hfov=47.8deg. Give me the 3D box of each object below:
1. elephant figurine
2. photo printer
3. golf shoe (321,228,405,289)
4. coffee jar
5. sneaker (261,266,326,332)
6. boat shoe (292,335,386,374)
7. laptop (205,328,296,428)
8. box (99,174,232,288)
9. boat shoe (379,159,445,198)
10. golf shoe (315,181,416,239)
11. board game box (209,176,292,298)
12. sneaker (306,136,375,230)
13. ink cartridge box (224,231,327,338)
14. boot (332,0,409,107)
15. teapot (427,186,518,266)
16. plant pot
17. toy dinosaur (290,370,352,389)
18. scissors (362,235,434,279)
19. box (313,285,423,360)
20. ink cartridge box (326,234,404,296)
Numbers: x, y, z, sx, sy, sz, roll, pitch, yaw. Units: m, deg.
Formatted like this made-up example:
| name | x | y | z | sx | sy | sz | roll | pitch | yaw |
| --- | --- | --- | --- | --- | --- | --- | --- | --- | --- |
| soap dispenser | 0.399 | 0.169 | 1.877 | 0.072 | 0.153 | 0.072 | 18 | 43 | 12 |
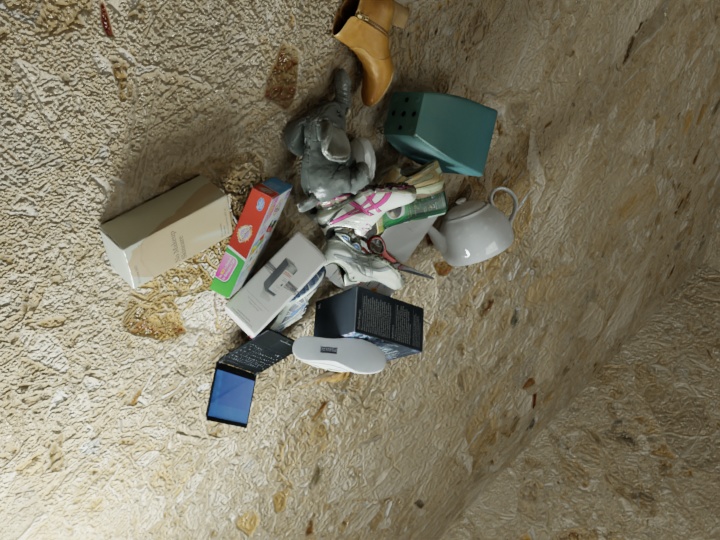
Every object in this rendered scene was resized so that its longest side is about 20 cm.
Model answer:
| name | x | y | z | sx | sy | sz | roll | pitch | yaw |
| --- | --- | --- | --- | --- | --- | --- | --- | --- | --- |
| elephant figurine | -0.067 | -0.238 | 1.476 | 0.141 | 0.155 | 0.201 | -12 | 120 | 8 |
| photo printer | 0.104 | -0.130 | 1.822 | 0.200 | 0.069 | 0.166 | -55 | 147 | 2 |
| golf shoe | 0.000 | 0.000 | 1.695 | 0.200 | 0.078 | 0.097 | 34 | 74 | -19 |
| coffee jar | 0.075 | -0.142 | 1.694 | 0.199 | 0.085 | 0.105 | -16 | 104 | -11 |
| sneaker | -0.144 | 0.060 | 1.693 | 0.200 | 0.077 | 0.085 | -44 | 152 | 3 |
| boat shoe | -0.044 | 0.183 | 1.721 | 0.066 | 0.199 | 0.072 | 83 | 11 | -72 |
| laptop | -0.216 | 0.227 | 1.692 | 0.200 | 0.104 | 0.177 | -31 | 157 | 9 |
| box | -0.317 | -0.066 | 1.341 | 0.200 | 0.078 | 0.095 | -34 | 143 | -28 |
| boat shoe | 0.070 | -0.171 | 1.609 | 0.199 | 0.072 | 0.076 | -21 | 109 | -21 |
| golf shoe | 0.014 | -0.115 | 1.532 | 0.073 | 0.199 | 0.092 | -38 | 116 | -70 |
| board game box | -0.195 | -0.063 | 1.467 | 0.200 | 0.040 | 0.153 | -64 | 178 | 15 |
| sneaker | -0.041 | -0.171 | 1.599 | 0.099 | 0.078 | 0.201 | 4 | 116 | -49 |
| ink cartridge box | -0.164 | 0.030 | 1.563 | 0.200 | 0.085 | 0.146 | -45 | -178 | -11 |
| boot | 0.001 | -0.400 | 1.457 | 0.144 | 0.071 | 0.202 | 1 | 116 | -45 |
| teapot | 0.273 | -0.110 | 1.985 | 0.200 | 0.197 | 0.146 | -41 | 113 | -57 |
| plant pot | 0.152 | -0.290 | 1.651 | 0.200 | 0.141 | 0.142 | 15 | 89 | -45 |
| toy dinosaur | -0.065 | 0.250 | 1.969 | 0.200 | 0.060 | 0.106 | 0 | 121 | -51 |
| scissors | 0.073 | -0.007 | 1.780 | 0.200 | 0.014 | 0.073 | 35 | 98 | -29 |
| box | 0.019 | 0.123 | 1.800 | 0.200 | 0.148 | 0.107 | 20 | 64 | -35 |
| ink cartridge box | 0.008 | 0.010 | 1.831 | 0.115 | 0.068 | 0.200 | -53 | 147 | -2 |
